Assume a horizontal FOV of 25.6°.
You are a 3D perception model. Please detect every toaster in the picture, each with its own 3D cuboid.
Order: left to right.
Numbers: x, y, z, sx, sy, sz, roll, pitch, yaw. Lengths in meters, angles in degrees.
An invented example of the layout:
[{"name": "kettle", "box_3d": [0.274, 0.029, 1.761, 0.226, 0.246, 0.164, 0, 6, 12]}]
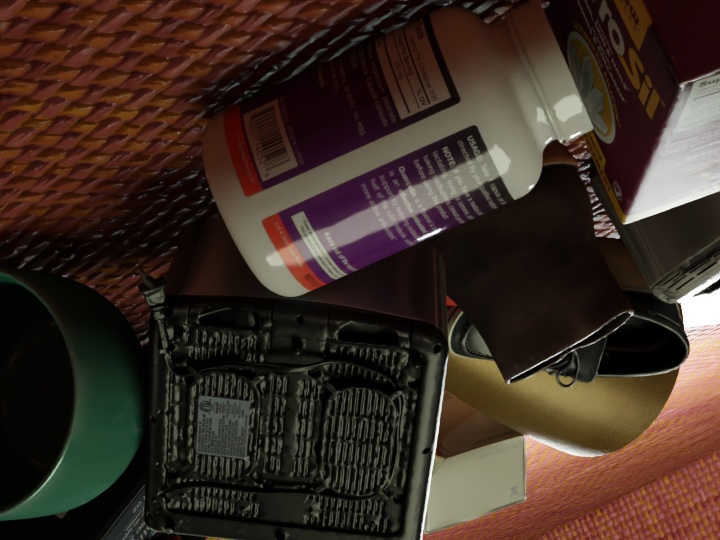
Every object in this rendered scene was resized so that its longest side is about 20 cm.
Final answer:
[{"name": "toaster", "box_3d": [-0.041, 0.067, 0.982, 0.180, 0.119, 0.201, 5, 121, 0]}, {"name": "toaster", "box_3d": [0.267, -0.063, 1.156, 0.113, 0.130, 0.200, -9, 159, -37]}]

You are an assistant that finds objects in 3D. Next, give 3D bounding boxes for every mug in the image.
[{"name": "mug", "box_3d": [-0.218, 0.066, 0.990, 0.152, 0.185, 0.114, -51, 158, 12]}]

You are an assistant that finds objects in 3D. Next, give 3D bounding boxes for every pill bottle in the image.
[{"name": "pill bottle", "box_3d": [0.021, -0.071, 0.871, 0.199, 0.113, 0.112, -23, 163, 9]}]

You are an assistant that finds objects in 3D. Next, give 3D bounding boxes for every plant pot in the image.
[{"name": "plant pot", "box_3d": [0.128, 0.044, 1.282, 0.200, 0.187, 0.186, 15, 143, -40]}]

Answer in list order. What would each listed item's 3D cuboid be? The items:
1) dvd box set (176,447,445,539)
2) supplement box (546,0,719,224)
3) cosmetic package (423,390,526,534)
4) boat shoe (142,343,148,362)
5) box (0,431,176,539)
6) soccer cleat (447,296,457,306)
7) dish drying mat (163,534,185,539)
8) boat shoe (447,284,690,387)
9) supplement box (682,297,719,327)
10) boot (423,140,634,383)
[{"name": "dvd box set", "box_3d": [-0.034, 0.172, 1.225, 0.146, 0.029, 0.200, -50, 145, 9]}, {"name": "supplement box", "box_3d": [0.174, -0.126, 0.852, 0.103, 0.131, 0.200, -19, 162, -6]}, {"name": "cosmetic package", "box_3d": [0.055, 0.140, 1.415, 0.103, 0.200, 0.073, -15, 119, -22]}, {"name": "boat shoe", "box_3d": [-0.109, 0.072, 1.249, 0.199, 0.071, 0.070, -8, -164, -28]}, {"name": "box", "box_3d": [-0.199, 0.181, 1.158, 0.149, 0.107, 0.200, -53, 164, -25]}, {"name": "soccer cleat", "box_3d": [0.000, 0.000, 1.159, 0.199, 0.069, 0.085, -12, 129, 34]}, {"name": "dish drying mat", "box_3d": [-0.146, 0.231, 1.176, 0.077, 0.018, 0.200, -62, 164, 8]}, {"name": "boat shoe", "box_3d": [0.156, 0.045, 1.173, 0.199, 0.062, 0.075, 3, 121, -21]}, {"name": "supplement box", "box_3d": [0.319, -0.002, 1.493, 0.200, 0.074, 0.126, -3, 155, -45]}, {"name": "boot", "box_3d": [0.062, -0.002, 1.034, 0.200, 0.167, 0.072, -27, 162, 19]}]
